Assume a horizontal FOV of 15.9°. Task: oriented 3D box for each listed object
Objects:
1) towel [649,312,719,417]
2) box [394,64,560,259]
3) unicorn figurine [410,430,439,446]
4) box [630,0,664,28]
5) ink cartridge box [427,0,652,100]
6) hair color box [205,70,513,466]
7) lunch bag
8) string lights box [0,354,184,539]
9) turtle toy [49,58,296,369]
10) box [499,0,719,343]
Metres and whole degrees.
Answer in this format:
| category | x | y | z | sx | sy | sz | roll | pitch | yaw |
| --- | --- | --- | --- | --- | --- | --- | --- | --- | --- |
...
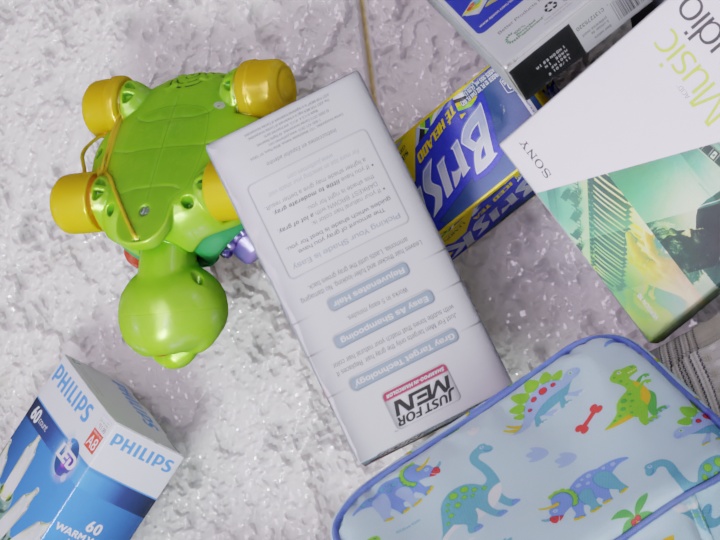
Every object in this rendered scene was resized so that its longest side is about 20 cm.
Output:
| category | x | y | z | sx | sy | sz | roll | pitch | yaw |
| --- | --- | --- | --- | --- | --- | --- | --- | --- | --- |
| towel | 0.151 | 0.125 | 1.379 | 0.192 | 0.035 | 0.201 | -32 | 40 | 24 |
| box | 0.040 | -0.042 | 1.539 | 0.200 | 0.070 | 0.064 | -39 | 74 | 18 |
| unicorn figurine | 0.050 | 0.153 | 1.499 | 0.199 | 0.074 | 0.137 | 35 | 59 | 16 |
| box | 0.234 | -0.146 | 1.465 | 0.157 | 0.050 | 0.202 | -13 | 79 | 24 |
| ink cartridge box | 0.083 | -0.182 | 1.514 | 0.095 | 0.037 | 0.200 | -38 | 42 | 0 |
| hair color box | 0.000 | 0.000 | 1.470 | 0.098 | 0.061 | 0.201 | -26 | 84 | -1 |
| lunch bag | 0.094 | 0.128 | 1.311 | 0.199 | 0.083 | 0.161 | -33 | 37 | -10 |
| string lights box | -0.201 | 0.166 | 1.615 | 0.201 | 0.059 | 0.103 | -57 | 34 | 6 |
| turtle toy | -0.107 | -0.038 | 1.581 | 0.145 | 0.101 | 0.201 | -4 | 53 | 26 |
| box | 0.194 | -0.077 | 1.422 | 0.200 | 0.036 | 0.145 | -41 | 76 | 17 |
